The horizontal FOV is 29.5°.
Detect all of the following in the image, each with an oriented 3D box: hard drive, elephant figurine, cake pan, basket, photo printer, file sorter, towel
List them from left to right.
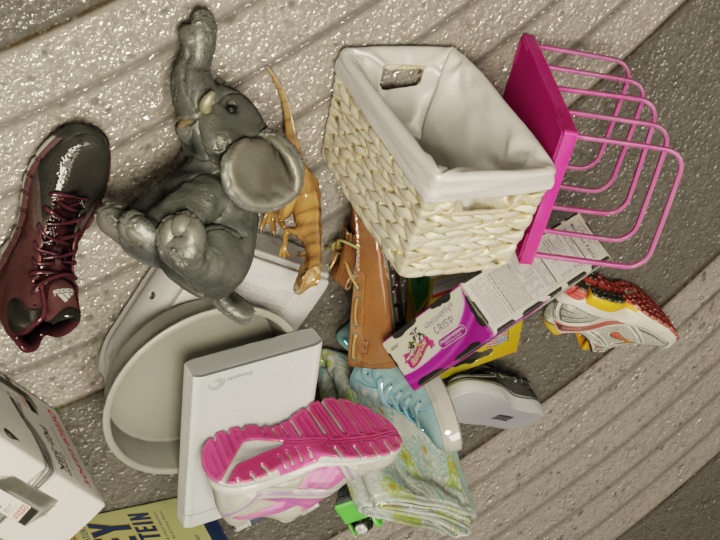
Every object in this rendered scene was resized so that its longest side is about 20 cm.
[{"bbox_3d":[-0.150,0.104,1.271,0.200,0.037,0.201,-20,136,-21],"label":"cake pan"},{"bbox_3d":[-0.145,0.051,1.311,0.166,0.069,0.200,18,114,-43],"label":"photo printer"},{"bbox_3d":[-0.119,-0.087,1.161,0.200,0.141,0.155,-59,164,-13],"label":"elephant figurine"},{"bbox_3d":[-0.107,0.152,1.297,0.131,0.027,0.201,-14,133,-27],"label":"hard drive"},{"bbox_3d":[0.039,0.182,1.452,0.048,0.200,0.171,-38,141,25],"label":"towel"},{"bbox_3d":[0.061,-0.099,1.234,0.135,0.200,0.124,-5,133,-29],"label":"basket"},{"bbox_3d":[0.210,-0.110,1.296,0.125,0.200,0.139,8,123,-11],"label":"file sorter"}]

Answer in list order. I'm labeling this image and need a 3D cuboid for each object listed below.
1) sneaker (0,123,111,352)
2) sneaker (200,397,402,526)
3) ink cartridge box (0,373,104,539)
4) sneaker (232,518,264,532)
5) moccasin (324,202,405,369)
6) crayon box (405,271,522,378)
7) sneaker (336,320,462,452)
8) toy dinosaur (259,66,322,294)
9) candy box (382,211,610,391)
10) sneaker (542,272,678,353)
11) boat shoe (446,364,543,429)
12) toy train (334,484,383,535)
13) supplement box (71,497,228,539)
[{"bbox_3d":[-0.249,-0.016,1.152,0.075,0.116,0.200,9,120,-38],"label":"sneaker"},{"bbox_3d":[-0.057,0.185,1.292,0.199,0.081,0.088,-9,133,-21],"label":"sneaker"},{"bbox_3d":[-0.336,0.151,1.211,0.083,0.147,0.200,-42,138,1],"label":"ink cartridge box"},{"bbox_3d":[-0.091,0.191,1.448,0.146,0.077,0.203,-19,144,-5],"label":"sneaker"},{"bbox_3d":[0.000,-0.001,1.343,0.077,0.074,0.202,-3,112,10],"label":"moccasin"},{"bbox_3d":[0.115,0.020,1.474,0.127,0.051,0.201,-17,132,-22],"label":"crayon box"},{"bbox_3d":[0.036,0.121,1.398,0.082,0.200,0.074,-25,135,-8],"label":"sneaker"},{"bbox_3d":[-0.056,-0.078,1.255,0.060,0.201,0.106,-9,173,-21],"label":"toy dinosaur"},{"bbox_3d":[0.133,0.028,1.324,0.200,0.061,0.136,-28,172,-43],"label":"candy box"},{"bbox_3d":[0.294,0.057,1.616,0.199,0.078,0.082,19,117,-32],"label":"sneaker"},{"bbox_3d":[0.146,0.141,1.567,0.068,0.057,0.200,-27,155,23],"label":"boat shoe"},{"bbox_3d":[0.010,0.205,1.474,0.042,0.200,0.056,-24,114,23],"label":"toy train"},{"bbox_3d":[-0.248,0.370,1.460,0.199,0.134,0.201,-8,129,-29],"label":"supplement box"}]
